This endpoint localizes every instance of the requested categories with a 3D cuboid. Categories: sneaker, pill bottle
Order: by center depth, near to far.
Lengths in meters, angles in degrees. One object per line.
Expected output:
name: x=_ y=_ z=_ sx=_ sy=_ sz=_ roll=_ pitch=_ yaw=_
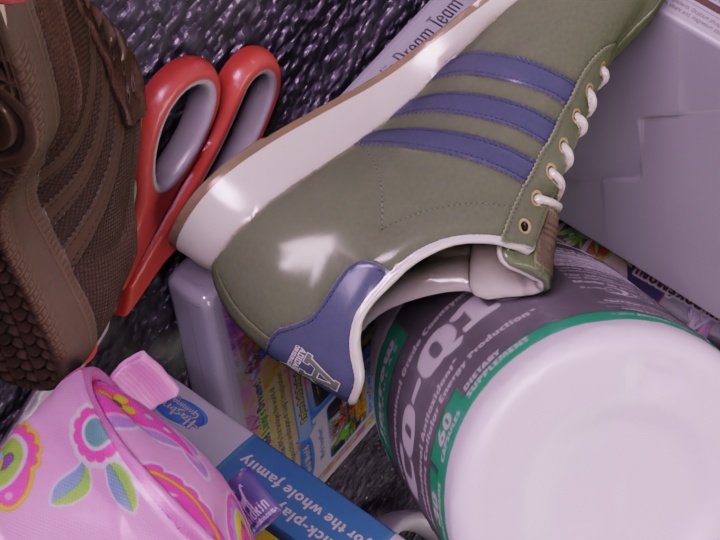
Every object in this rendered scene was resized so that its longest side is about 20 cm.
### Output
sneaker: x=-0.095 y=-0.049 z=0.569 sx=0.200 sy=0.070 sz=0.076 roll=94 pitch=18 yaw=-58
sneaker: x=0.041 y=-0.032 z=0.727 sx=0.200 sy=0.090 sz=0.067 roll=-34 pitch=167 yaw=-17
pill bottle: x=0.066 y=0.052 z=0.780 sx=0.114 sy=0.113 sz=0.200 roll=-60 pitch=-166 yaw=5

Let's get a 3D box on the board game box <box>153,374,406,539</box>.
board game box: x=-0.074 y=0.143 z=0.721 sx=0.200 sy=0.150 sz=0.047 roll=-42 pitch=153 yaw=-35

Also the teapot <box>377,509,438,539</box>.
teapot: x=-0.002 y=0.227 z=0.992 sx=0.197 sy=0.200 sz=0.147 roll=-31 pitch=114 yaw=-3

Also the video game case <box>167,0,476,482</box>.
video game case: x=0.000 y=0.000 z=0.863 sx=0.182 sy=0.024 sz=0.201 roll=-48 pitch=156 yaw=-24

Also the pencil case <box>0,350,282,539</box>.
pencil case: x=-0.119 y=0.112 z=0.613 sx=0.200 sy=0.088 sz=0.087 roll=-40 pitch=158 yaw=4

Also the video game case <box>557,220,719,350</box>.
video game case: x=0.170 y=-0.008 z=0.973 sx=0.183 sy=0.199 sz=0.023 roll=-55 pitch=153 yaw=-8

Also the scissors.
scissors: x=-0.082 y=0.016 z=0.720 sx=0.201 sy=0.014 sz=0.073 roll=-64 pitch=159 yaw=10

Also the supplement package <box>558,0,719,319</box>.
supplement package: x=0.143 y=-0.086 z=0.875 sx=0.111 sy=0.155 sz=0.200 roll=-48 pitch=156 yaw=-18

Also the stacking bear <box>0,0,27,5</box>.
stacking bear: x=-0.166 y=-0.030 z=0.366 sx=0.200 sy=0.114 sz=0.121 roll=-46 pitch=165 yaw=-1
